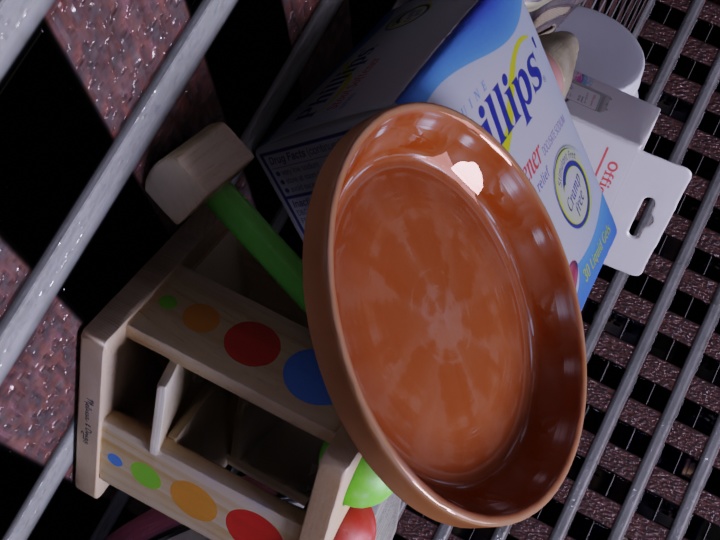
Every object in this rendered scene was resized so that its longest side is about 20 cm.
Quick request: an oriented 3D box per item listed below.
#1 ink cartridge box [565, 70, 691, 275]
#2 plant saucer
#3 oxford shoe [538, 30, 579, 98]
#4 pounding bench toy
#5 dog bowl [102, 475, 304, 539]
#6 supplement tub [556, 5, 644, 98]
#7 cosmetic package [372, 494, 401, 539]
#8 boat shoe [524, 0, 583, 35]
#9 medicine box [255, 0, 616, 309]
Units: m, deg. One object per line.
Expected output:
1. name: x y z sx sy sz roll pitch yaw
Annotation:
1. ink cartridge box: 0.155 -0.091 0.899 0.068 0.199 0.117 -53 165 -45
2. plant saucer: 0.043 0.020 0.544 0.032 0.201 0.201 -18 -155 40
3. oxford shoe: 0.094 -0.095 0.826 0.074 0.071 0.200 -41 178 -42
4. pounding bench toy: -0.037 0.043 0.558 0.124 0.155 0.201 -53 164 -45
5. dog bowl: -0.079 0.191 0.678 0.198 0.074 0.201 -19 151 -11
6. supplement tub: 0.172 -0.126 1.048 0.141 0.139 0.201 -55 165 -39
7. cosmetic package: -0.012 0.205 0.953 0.201 0.070 0.106 95 18 -53
8. boat shoe: 0.113 -0.199 0.841 0.200 0.074 0.074 -27 152 -58
9. medicine box: 0.058 -0.046 0.698 0.201 0.102 0.183 62 40 -24
